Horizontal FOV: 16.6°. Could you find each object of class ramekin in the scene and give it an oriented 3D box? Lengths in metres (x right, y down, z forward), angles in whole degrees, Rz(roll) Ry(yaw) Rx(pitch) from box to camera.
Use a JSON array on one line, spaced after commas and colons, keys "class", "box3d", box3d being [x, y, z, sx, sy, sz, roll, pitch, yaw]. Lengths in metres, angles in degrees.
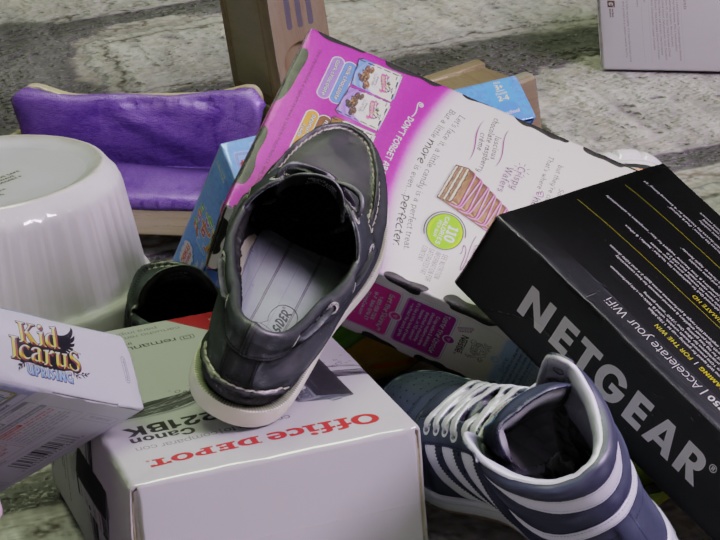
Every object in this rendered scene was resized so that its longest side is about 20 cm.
[{"class": "ramekin", "box3d": [-0.231, -0.017, 1.544, 0.201, 0.095, 0.203, -5, 21, 2]}]

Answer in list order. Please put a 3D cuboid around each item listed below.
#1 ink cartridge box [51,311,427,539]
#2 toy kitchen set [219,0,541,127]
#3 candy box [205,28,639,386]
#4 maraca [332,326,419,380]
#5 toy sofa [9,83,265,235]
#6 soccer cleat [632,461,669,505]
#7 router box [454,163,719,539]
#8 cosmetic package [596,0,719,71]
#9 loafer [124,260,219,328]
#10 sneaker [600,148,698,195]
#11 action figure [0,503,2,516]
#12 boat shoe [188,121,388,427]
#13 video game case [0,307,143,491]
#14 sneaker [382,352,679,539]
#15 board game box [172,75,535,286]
[{"class": "ink cartridge box", "box3d": [-0.066, 0.093, 1.218, 0.144, 0.084, 0.200, -11, 22, -17]}, {"class": "toy kitchen set", "box3d": [0.034, -0.142, 1.685, 0.199, 0.181, 0.163, -20, 25, -24]}, {"class": "candy box", "box3d": [0.036, -0.027, 1.302, 0.199, 0.061, 0.137, 24, 53, 1]}, {"class": "maraca", "box3d": [0.000, 0.000, 1.416, 0.137, 0.107, 0.200, -36, 15, 2]}, {"class": "toy sofa", "box3d": [-0.158, -0.068, 1.660, 0.199, 0.098, 0.083, 2, 21, 18]}, {"class": "soccer cleat", "box3d": [0.145, 0.073, 1.277, 0.084, 0.065, 0.200, -37, 9, 36]}, {"class": "router box", "box3d": [0.163, 0.040, 1.187, 0.200, 0.051, 0.149, 45, 36, 23]}, {"class": "cosmetic package", "box3d": [0.296, -0.209, 1.940, 0.199, 0.085, 0.108, 5, 23, 25]}, {"class": "loafer", "box3d": [-0.100, 0.027, 1.423, 0.068, 0.071, 0.201, -9, 20, -9]}, {"class": "sneaker", "box3d": [0.123, -0.030, 1.518, 0.199, 0.074, 0.080, -15, 24, -24]}, {"class": "action figure", "box3d": [-0.203, 0.164, 1.086, 0.133, 0.150, 0.200, 7, -10, -36]}, {"class": "boat shoe", "box3d": [-0.028, -0.016, 1.190, 0.074, 0.066, 0.200, 25, 46, 6]}, {"class": "video game case", "box3d": [-0.231, 0.076, 1.120, 0.199, 0.046, 0.181, -30, -24, 26]}, {"class": "sneaker", "box3d": [0.062, 0.074, 1.151, 0.070, 0.109, 0.200, -45, 44, -13]}, {"class": "board game box", "box3d": [-0.006, -0.050, 1.528, 0.199, 0.037, 0.151, -15, -21, -23]}]
